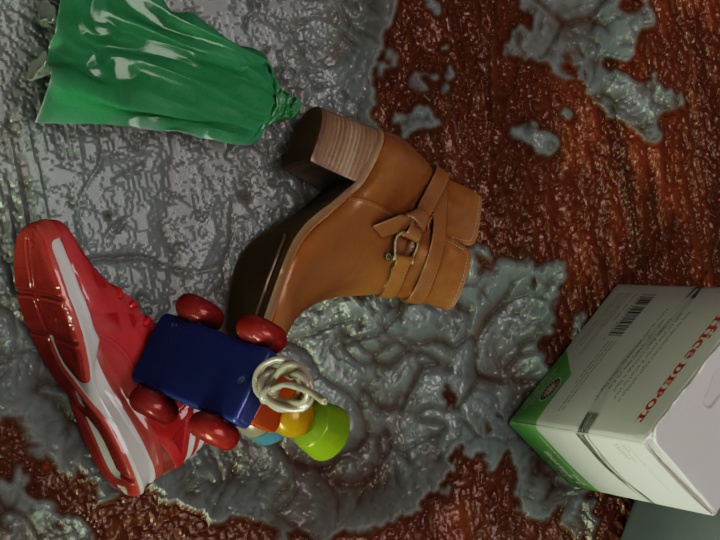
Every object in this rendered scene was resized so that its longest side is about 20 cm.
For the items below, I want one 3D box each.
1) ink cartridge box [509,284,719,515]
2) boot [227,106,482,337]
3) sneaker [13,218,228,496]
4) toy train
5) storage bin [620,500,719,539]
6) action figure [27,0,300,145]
[{"bbox_3d":[0.219,0.089,1.454,0.084,0.200,0.146,46,75,-18],"label":"ink cartridge box"},{"bbox_3d":[0.000,0.000,1.426,0.154,0.074,0.202,26,83,-27],"label":"boot"},{"bbox_3d":[-0.154,0.041,1.364,0.115,0.078,0.202,-30,115,-29],"label":"sneaker"},{"bbox_3d":[-0.049,0.088,1.280,0.115,0.199,0.085,33,79,-39],"label":"toy train"},{"bbox_3d":[0.274,0.225,1.497,0.145,0.200,0.135,24,93,-23],"label":"storage bin"},{"bbox_3d":[-0.127,-0.133,1.373,0.199,0.055,0.119,15,84,-31],"label":"action figure"}]
